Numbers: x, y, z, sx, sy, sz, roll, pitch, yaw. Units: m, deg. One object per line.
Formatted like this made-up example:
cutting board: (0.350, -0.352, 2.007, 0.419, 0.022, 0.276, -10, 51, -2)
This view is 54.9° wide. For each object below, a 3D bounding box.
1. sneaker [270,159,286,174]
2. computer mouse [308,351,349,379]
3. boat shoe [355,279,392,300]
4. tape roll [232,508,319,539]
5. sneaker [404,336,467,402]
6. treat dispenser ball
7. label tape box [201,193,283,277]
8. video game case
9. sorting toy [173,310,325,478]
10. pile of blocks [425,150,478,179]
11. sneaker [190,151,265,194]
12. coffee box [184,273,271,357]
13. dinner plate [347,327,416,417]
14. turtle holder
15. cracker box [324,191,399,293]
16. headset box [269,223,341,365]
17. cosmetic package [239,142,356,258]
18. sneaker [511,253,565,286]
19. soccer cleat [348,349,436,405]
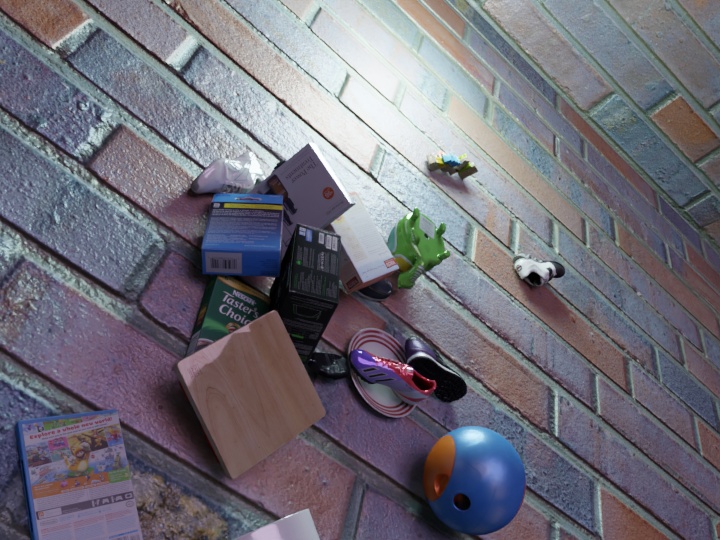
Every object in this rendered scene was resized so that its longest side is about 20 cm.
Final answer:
sneaker: (-0.135, -0.153, 1.523, 0.086, 0.077, 0.202, 18, 50, -40)
computer mouse: (-0.107, 0.182, 1.331, 0.199, 0.034, 0.059, 13, 37, -31)
boat shoe: (0.000, 0.000, 1.551, 0.199, 0.062, 0.075, 35, 41, -21)
tape roll: (-0.153, 0.407, 0.969, 0.201, 0.202, 0.071, -6, 65, -47)
sneaker: (0.169, 0.213, 1.538, 0.200, 0.075, 0.088, 45, 22, -35)
treat dispenser ball: (0.221, 0.407, 1.347, 0.200, 0.201, 0.202, 26, 45, -29)
label tape box: (-0.219, -0.072, 1.320, 0.142, 0.067, 0.201, 2, 34, -6)
video game case: (-0.388, 0.297, 0.959, 0.142, 0.018, 0.201, 2, 60, -44)
sorting toy: (-0.187, 0.200, 1.144, 0.198, 0.069, 0.201, -28, 95, -36)
pile of blocks: (0.273, -0.332, 2.072, 0.199, 0.082, 0.063, 6, 57, -42)
sneaker: (-0.262, -0.187, 1.421, 0.081, 0.070, 0.200, 54, 38, 3)
coffee box: (-0.235, 0.108, 1.241, 0.122, 0.044, 0.201, 32, 43, -24)
dinner plate: (0.046, 0.216, 1.461, 0.199, 0.024, 0.202, 26, 46, -29)
turtle holder: (0.132, -0.042, 1.664, 0.140, 0.131, 0.187, 7, 57, -43)
cracker box: (-0.018, -0.063, 1.482, 0.133, 0.058, 0.201, -19, 77, -50)
headset box: (-0.111, 0.050, 1.285, 0.092, 0.201, 0.175, 15, 44, -14)
cosmetic package: (-0.130, -0.138, 1.413, 0.151, 0.199, 0.052, 54, 17, 3)
sneaker: (0.544, 0.015, 2.093, 0.198, 0.074, 0.089, 10, 54, -29)
soccer cleat: (0.065, 0.207, 1.411, 0.199, 0.073, 0.069, 33, 42, -24)
